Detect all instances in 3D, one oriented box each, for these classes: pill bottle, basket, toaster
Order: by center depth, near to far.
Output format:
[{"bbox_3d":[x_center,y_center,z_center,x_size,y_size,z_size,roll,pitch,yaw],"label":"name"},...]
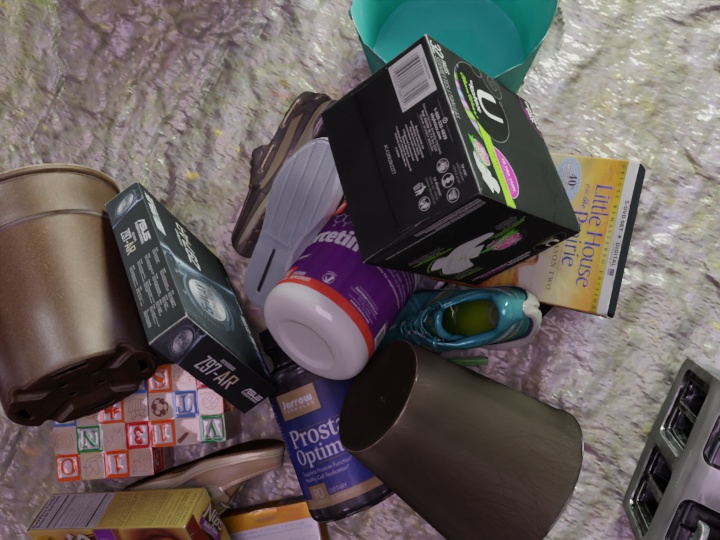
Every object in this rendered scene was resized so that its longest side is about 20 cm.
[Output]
[{"bbox_3d":[0.345,0.191,0.729,0.117,0.200,0.184,23,98,10],"label":"toaster"},{"bbox_3d":[0.087,0.167,0.739,0.199,0.136,0.182,34,97,-23],"label":"basket"},{"bbox_3d":[0.000,0.000,0.755,0.111,0.113,0.201,32,56,7],"label":"pill bottle"},{"bbox_3d":[-0.034,0.146,0.809,0.110,0.112,0.204,-22,85,5],"label":"pill bottle"}]

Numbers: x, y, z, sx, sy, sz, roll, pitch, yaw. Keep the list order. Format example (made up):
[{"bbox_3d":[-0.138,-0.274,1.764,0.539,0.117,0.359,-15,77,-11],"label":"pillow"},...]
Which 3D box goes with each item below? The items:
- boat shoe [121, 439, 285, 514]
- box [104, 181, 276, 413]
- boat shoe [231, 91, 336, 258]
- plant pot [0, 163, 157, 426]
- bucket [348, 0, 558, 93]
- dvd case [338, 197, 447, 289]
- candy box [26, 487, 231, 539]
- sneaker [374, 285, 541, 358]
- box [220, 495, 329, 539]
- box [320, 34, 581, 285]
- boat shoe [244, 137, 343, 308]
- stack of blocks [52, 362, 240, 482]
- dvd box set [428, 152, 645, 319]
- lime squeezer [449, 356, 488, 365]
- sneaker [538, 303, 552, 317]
[{"bbox_3d":[-0.166,0.238,0.841,0.197,0.072,0.066,-21,85,11],"label":"boat shoe"},{"bbox_3d":[-0.170,0.026,0.768,0.043,0.161,0.201,-34,49,3],"label":"box"},{"bbox_3d":[-0.084,-0.107,0.858,0.073,0.074,0.202,39,97,33],"label":"boat shoe"},{"bbox_3d":[-0.308,0.035,0.783,0.198,0.200,0.201,-28,70,5],"label":"plant pot"},{"bbox_3d":[0.092,-0.251,0.788,0.202,0.135,0.212,-1,76,3],"label":"bucket"},{"bbox_3d":[0.072,-0.073,0.851,0.150,0.025,0.201,41,93,7],"label":"dvd case"},{"bbox_3d":[-0.235,0.292,0.809,0.196,0.057,0.118,-8,119,21],"label":"candy box"},{"bbox_3d":[0.077,0.049,0.757,0.197,0.079,0.079,-16,78,35],"label":"sneaker"},{"bbox_3d":[-0.083,0.357,0.841,0.117,0.041,0.204,-12,88,6],"label":"box"},{"bbox_3d":[0.085,-0.086,0.689,0.123,0.198,0.151,-28,67,31],"label":"box"},{"bbox_3d":[-0.065,-0.051,0.818,0.072,0.062,0.202,37,114,16],"label":"boat shoe"},{"bbox_3d":[-0.237,0.165,0.859,0.195,0.059,0.118,-6,86,7],"label":"stack of blocks"},{"bbox_3d":[0.169,-0.044,0.768,0.197,0.029,0.150,13,90,35],"label":"dvd box set"},{"bbox_3d":[0.039,0.072,0.840,0.198,0.038,0.071,32,88,7],"label":"lime squeezer"},{"bbox_3d":[0.204,-0.011,0.798,0.200,0.090,0.070,-43,83,3],"label":"sneaker"}]
